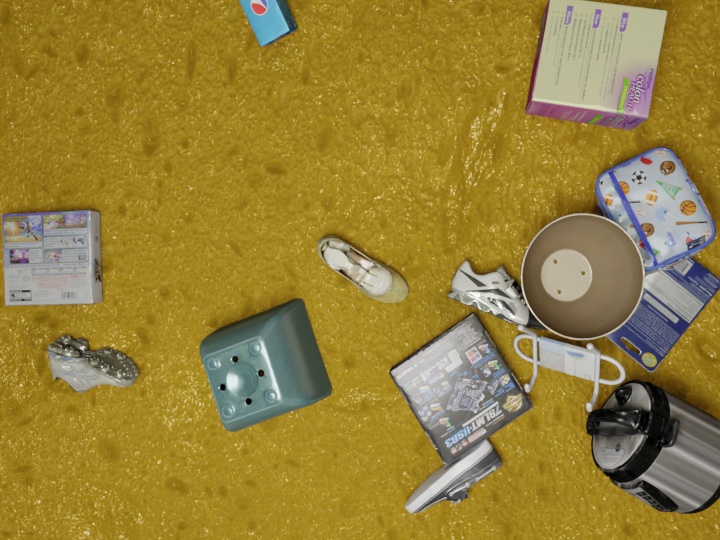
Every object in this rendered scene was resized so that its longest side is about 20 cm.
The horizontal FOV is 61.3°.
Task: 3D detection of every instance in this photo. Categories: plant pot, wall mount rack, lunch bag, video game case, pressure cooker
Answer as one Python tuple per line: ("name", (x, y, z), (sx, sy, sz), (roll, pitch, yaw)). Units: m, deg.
("plant pot", (-0.185, 0.180, 1.100), (0.191, 0.200, 0.201), (-20, 88, 8))
("wall mount rack", (0.342, 0.151, 1.035), (0.196, 0.075, 0.177), (13, 134, 33))
("plant pot", (0.369, 0.010, 1.053), (0.195, 0.134, 0.206), (0, 90, 8))
("lunch bag", (0.499, -0.095, 1.049), (0.157, 0.075, 0.204), (-23, 75, 11))
("video game case", (-0.625, -0.025, 1.236), (0.194, 0.045, 0.187), (-1, 92, 8))
("pressure cooker", (0.481, 0.284, 1.013), (0.197, 0.180, 0.178), (28, 119, -4))

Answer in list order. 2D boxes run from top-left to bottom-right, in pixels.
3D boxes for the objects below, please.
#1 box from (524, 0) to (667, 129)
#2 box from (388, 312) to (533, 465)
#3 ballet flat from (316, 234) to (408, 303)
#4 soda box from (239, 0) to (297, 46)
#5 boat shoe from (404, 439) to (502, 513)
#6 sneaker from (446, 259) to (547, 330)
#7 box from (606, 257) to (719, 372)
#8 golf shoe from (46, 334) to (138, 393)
("box", (0.405, -0.359, 1.064), (0.195, 0.097, 0.181), (10, 92, 8))
("box", (0.183, 0.217, 1.125), (0.198, 0.050, 0.201), (-35, 87, 6))
("ballet flat", (0.000, 0.000, 1.139), (0.198, 0.071, 0.072), (34, 95, 6))
("soda box", (-0.195, -0.529, 1.125), (0.066, 0.064, 0.203), (-20, 108, 18))
("boat shoe", (0.173, 0.395, 1.121), (0.198, 0.072, 0.068), (-38, 84, -1))
("sneaker", (0.261, 0.043, 1.099), (0.196, 0.074, 0.090), (22, 95, 7))
("box", (0.530, 0.065, 1.082), (0.120, 0.032, 0.201), (38, 93, 6))
("golf shoe", (-0.537, 0.206, 1.224), (0.196, 0.078, 0.100), (19, 110, 13))
